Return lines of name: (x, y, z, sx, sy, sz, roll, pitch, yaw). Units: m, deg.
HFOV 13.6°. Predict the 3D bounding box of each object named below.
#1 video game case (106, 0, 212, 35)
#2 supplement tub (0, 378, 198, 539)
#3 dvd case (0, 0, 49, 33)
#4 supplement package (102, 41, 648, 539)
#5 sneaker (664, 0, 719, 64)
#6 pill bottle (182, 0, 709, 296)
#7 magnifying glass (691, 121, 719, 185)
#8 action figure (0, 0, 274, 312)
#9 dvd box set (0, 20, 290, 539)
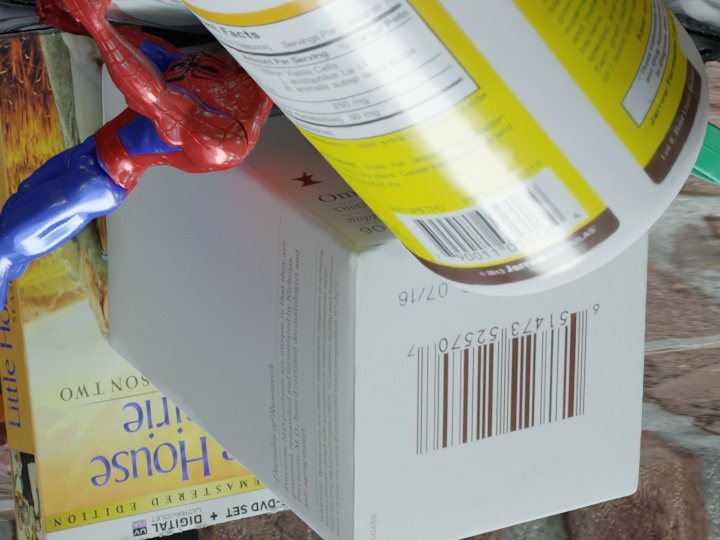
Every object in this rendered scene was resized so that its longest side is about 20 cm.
video game case: (-0.074, -0.104, 1.016, 0.181, 0.023, 0.200, 11, 179, 31)
supplement tub: (-0.107, 0.021, 1.244, 0.106, 0.201, 0.107, -3, 170, -1)
dvd case: (-0.134, -0.090, 1.232, 0.199, 0.016, 0.148, 6, 167, -39)
supplement package: (0.000, 0.000, 1.059, 0.116, 0.118, 0.200, -13, -154, -26)
sneaker: (0.141, -0.109, 1.056, 0.198, 0.077, 0.114, -1, 172, 8)
pill bottle: (0.012, -0.089, 0.868, 0.109, 0.110, 0.200, -10, 139, 34)
magnifying glass: (0.060, -0.074, 1.095, 0.079, 0.022, 0.200, 26, -176, -45)
action figure: (-0.106, -0.048, 0.983, 0.199, 0.099, 0.065, -29, -161, 23)
dvd box set: (-0.075, 0.001, 1.172, 0.146, 0.201, 0.029, -9, -172, -30)
